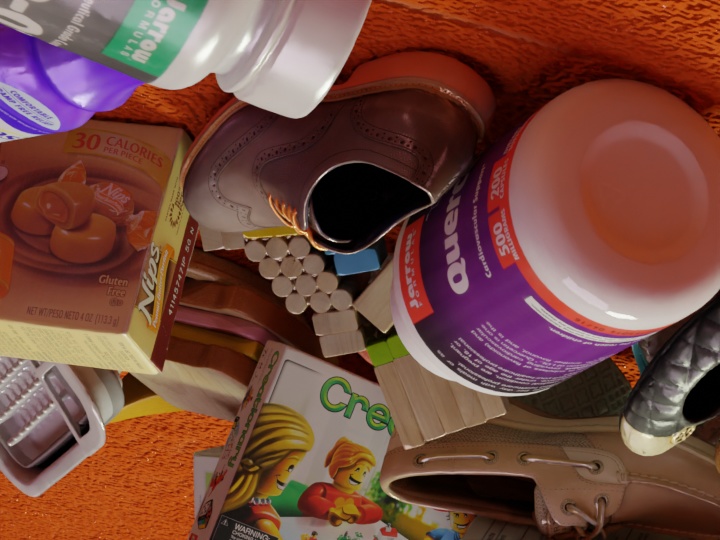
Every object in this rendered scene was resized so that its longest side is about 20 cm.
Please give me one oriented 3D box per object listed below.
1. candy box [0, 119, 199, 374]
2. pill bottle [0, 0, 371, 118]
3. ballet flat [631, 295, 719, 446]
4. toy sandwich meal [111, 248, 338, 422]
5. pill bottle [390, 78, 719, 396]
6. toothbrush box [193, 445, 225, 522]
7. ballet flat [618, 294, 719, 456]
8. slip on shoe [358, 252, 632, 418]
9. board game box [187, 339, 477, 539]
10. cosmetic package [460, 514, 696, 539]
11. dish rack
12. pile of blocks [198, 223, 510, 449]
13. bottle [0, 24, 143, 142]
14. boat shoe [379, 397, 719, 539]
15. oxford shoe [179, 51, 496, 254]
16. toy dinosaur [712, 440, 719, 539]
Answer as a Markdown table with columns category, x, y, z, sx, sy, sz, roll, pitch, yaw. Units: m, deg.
| category | x | y | z | sx | sy | sz | roll | pitch | yaw |
| --- | --- | --- | --- | --- | --- | --- | --- | --- | --- |
| candy box | -0.185 | -0.019 | 1.539 | 0.199 | 0.116 | 0.055 | 6 | 156 | 21 |
| pill bottle | -0.097 | -0.140 | 1.188 | 0.199 | 0.114 | 0.113 | 21 | 158 | -16 |
| ballet flat | 0.171 | 0.043 | 1.556 | 0.071 | 0.072 | 0.200 | 9 | 159 | 14 |
| toy sandwich meal | -0.109 | 0.045 | 1.711 | 0.204 | 0.071 | 0.205 | 13 | 159 | 5 |
| pill bottle | 0.086 | -0.008 | 1.395 | 0.112 | 0.113 | 0.200 | 21 | 157 | -16 |
| toothbrush box | -0.015 | 0.167 | 1.746 | 0.086 | 0.147 | 0.200 | 0 | -177 | 23 |
| ballet flat | 0.186 | 0.034 | 1.416 | 0.057 | 0.066 | 0.200 | 52 | 132 | 12 |
| slip on shoe | 0.069 | 0.053 | 1.620 | 0.199 | 0.074 | 0.061 | 29 | 161 | -18 |
| board game box | 0.016 | 0.133 | 1.632 | 0.199 | 0.127 | 0.035 | 23 | 175 | -21 |
| cosmetic package | 0.147 | 0.182 | 1.558 | 0.199 | 0.074 | 0.104 | 10 | -163 | 14 |
| dish rack | -0.199 | 0.033 | 1.696 | 0.172 | 0.043 | 0.200 | 54 | 154 | 1 |
| pile of blocks | 0.000 | 0.000 | 1.527 | 0.200 | 0.062 | 0.082 | 44 | 110 | -3 |
| bottle | -0.157 | -0.099 | 1.391 | 0.199 | 0.066 | 0.083 | -6 | 150 | 42 |
| boat shoe | 0.109 | 0.113 | 1.553 | 0.199 | 0.065 | 0.072 | 14 | 145 | 12 |
| oxford shoe | -0.025 | -0.044 | 1.413 | 0.071 | 0.073 | 0.199 | 38 | 146 | -26 |
| toy dinosaur | 0.188 | 0.092 | 1.457 | 0.060 | 0.200 | 0.107 | -5 | 118 | 18 |
